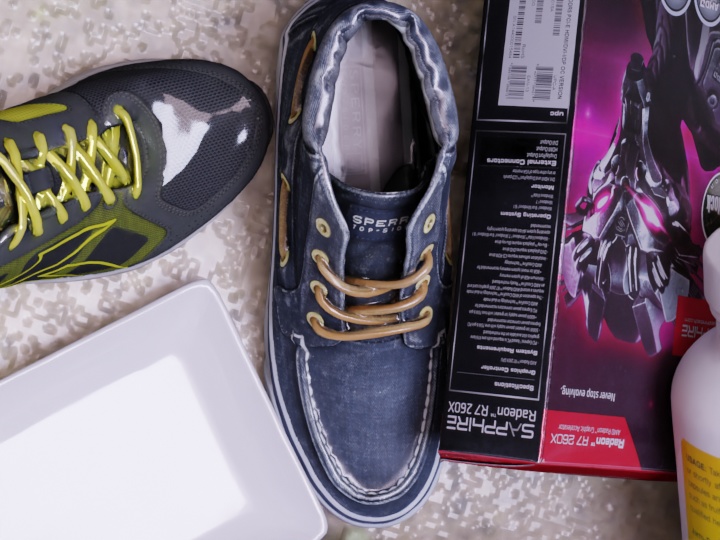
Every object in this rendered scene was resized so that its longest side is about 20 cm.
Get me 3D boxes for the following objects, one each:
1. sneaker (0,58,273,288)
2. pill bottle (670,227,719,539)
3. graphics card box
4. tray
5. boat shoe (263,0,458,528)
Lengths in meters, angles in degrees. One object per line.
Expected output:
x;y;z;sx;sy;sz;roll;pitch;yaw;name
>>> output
-0.119;-0.023;1.002;0.199;0.085;0.075;-20;96;-15;sneaker
0.167;0.083;1.034;0.104;0.104;0.201;-13;113;-15;pill bottle
0.091;-0.025;1.048;0.125;0.051;0.202;10;85;-51;graphics card box
-0.120;0.093;1.033;0.199;0.022;0.108;-27;97;-14;tray
0.000;0.000;1.023;0.070;0.091;0.202;-5;97;-7;boat shoe
